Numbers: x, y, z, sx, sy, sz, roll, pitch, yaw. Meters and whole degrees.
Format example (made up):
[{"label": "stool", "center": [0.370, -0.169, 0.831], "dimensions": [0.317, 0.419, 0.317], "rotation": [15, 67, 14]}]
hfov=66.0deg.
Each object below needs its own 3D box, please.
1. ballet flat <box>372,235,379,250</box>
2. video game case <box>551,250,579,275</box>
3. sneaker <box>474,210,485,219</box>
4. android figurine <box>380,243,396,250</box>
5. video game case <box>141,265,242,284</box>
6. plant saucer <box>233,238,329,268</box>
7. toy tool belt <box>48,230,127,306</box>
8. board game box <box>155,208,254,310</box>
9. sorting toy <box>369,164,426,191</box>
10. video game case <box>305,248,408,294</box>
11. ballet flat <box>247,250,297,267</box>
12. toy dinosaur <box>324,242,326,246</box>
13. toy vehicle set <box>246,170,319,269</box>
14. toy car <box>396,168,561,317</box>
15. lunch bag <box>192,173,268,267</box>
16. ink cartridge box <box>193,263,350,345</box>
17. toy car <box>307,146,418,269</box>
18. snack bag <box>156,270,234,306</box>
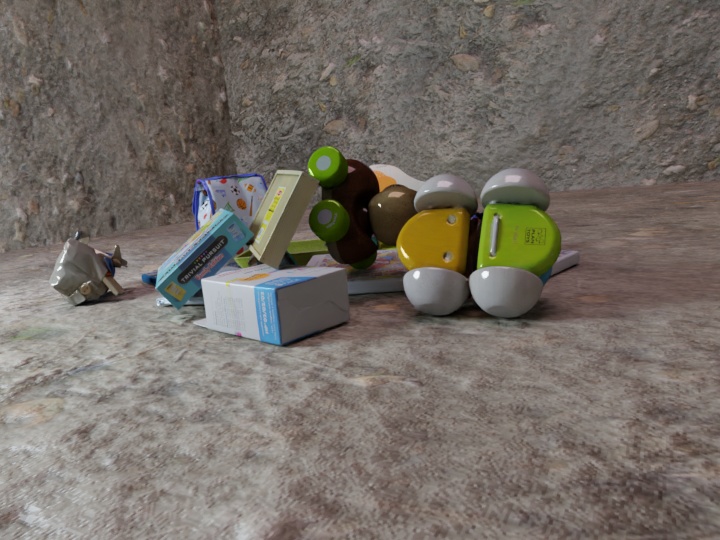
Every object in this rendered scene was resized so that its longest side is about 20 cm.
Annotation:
[{"label": "ballet flat", "center": [0.007, -0.048, 1.098], "dimensions": [0.067, 0.064, 0.202], "rotation": [-6, 38, 6]}, {"label": "video game case", "center": [0.225, -0.008, 0.891], "dimensions": [0.180, 0.023, 0.198], "rotation": [4, 14, 43]}, {"label": "sneaker", "center": [0.173, -0.074, 0.991], "dimensions": [0.197, 0.079, 0.076], "rotation": [-15, 58, -31]}, {"label": "android figurine", "center": [0.125, -0.045, 1.103], "dimensions": [0.180, 0.042, 0.198], "rotation": [-14, 12, -40]}, {"label": "video game case", "center": [-0.343, 0.010, 1.128], "dimensions": [0.142, 0.018, 0.198], "rotation": [-14, 13, -38]}, {"label": "plant saucer", "center": [-0.132, -0.025, 1.119], "dimensions": [0.196, 0.049, 0.200], "rotation": [-5, 10, 4]}, {"label": "toy tool belt", "center": [-0.497, 0.003, 1.042], "dimensions": [0.122, 0.127, 0.200], "rotation": [24, 2, -22]}, {"label": "board game box", "center": [-0.249, -0.027, 0.869], "dimensions": [0.151, 0.047, 0.200], "rotation": [-46, 19, -8]}, {"label": "sorting toy", "center": [0.113, -0.123, 1.212], "dimensions": [0.177, 0.202, 0.108], "rotation": [-2, 40, 12]}, {"label": "video game case", "center": [0.000, 0.000, 0.917], "dimensions": [0.196, 0.023, 0.182], "rotation": [-4, 17, 8]}, {"label": "ballet flat", "center": [-0.153, -0.015, 0.907], "dimensions": [0.073, 0.076, 0.200], "rotation": [-8, 8, -13]}, {"label": "toy dinosaur", "center": [0.028, -0.095, 1.043], "dimensions": [0.197, 0.048, 0.089], "rotation": [-12, 28, 24]}, {"label": "toy vehicle set", "center": [-0.118, -0.080, 0.786], "dimensions": [0.026, 0.126, 0.200], "rotation": [26, 2, -20]}, {"label": "toy car", "center": [0.152, -0.020, 0.695], "dimensions": [0.197, 0.178, 0.150], "rotation": [-1, -26, 27]}, {"label": "lunch bag", "center": [-0.287, -0.115, 1.271], "dimensions": [0.168, 0.204, 0.123], "rotation": [-15, 14, -42]}, {"label": "ink cartridge box", "center": [-0.122, 0.035, 0.708], "dimensions": [0.198, 0.069, 0.114], "rotation": [3, 13, 44]}, {"label": "toy car", "center": [0.044, -0.097, 0.807], "dimensions": [0.196, 0.161, 0.164], "rotation": [-8, -18, 17]}, {"label": "snack bag", "center": [-0.208, 0.029, 0.935], "dimensions": [0.185, 0.022, 0.200], "rotation": [-2, 13, 24]}]
